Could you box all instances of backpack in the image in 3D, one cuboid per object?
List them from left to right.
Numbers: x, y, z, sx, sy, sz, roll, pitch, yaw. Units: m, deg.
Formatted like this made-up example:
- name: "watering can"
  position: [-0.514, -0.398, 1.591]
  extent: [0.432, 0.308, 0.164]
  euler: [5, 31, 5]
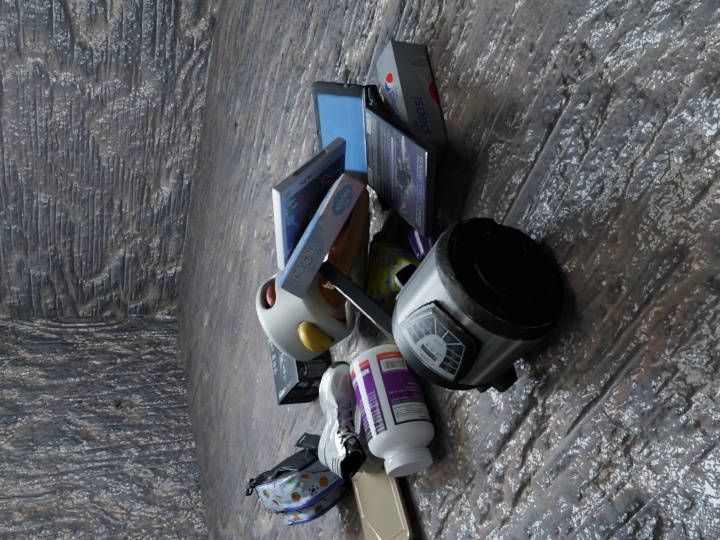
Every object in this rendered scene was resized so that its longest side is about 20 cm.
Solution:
- name: "backpack"
  position: [-0.116, 0.453, 1.296]
  extent: [0.154, 0.200, 0.190]
  euler: [53, 139, 4]

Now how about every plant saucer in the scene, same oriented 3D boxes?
- name: "plant saucer"
  position: [-0.023, -0.063, 1.070]
  extent: [0.200, 0.032, 0.201]
  euler: [-163, 90, -80]

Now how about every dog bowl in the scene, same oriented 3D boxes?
- name: "dog bowl"
  position: [-0.004, 0.292, 1.160]
  extent: [0.200, 0.058, 0.201]
  euler: [-171, 90, -70]

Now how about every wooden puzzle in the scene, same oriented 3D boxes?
- name: "wooden puzzle"
  position: [0.041, 0.438, 1.132]
  extent: [0.185, 0.037, 0.201]
  euler: [121, 147, -46]

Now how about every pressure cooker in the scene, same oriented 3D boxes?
- name: "pressure cooker"
  position: [0.138, 0.056, 0.766]
  extent: [0.200, 0.178, 0.177]
  euler: [123, 153, -48]

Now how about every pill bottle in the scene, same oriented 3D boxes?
- name: "pill bottle"
  position: [0.055, 0.234, 1.006]
  extent: [0.113, 0.112, 0.201]
  euler: [122, 141, -48]

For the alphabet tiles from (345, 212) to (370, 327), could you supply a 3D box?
- name: "alphabet tiles"
  position: [0.000, 0.000, 1.127]
  extent: [0.200, 0.015, 0.197]
  euler: [91, -169, -65]

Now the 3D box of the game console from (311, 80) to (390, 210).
- name: "game console"
  position: [-0.017, -0.225, 1.091]
  extent: [0.173, 0.118, 0.201]
  euler: [-104, 7, -53]

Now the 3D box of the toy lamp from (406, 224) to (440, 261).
- name: "toy lamp"
  position: [0.093, -0.110, 0.996]
  extent: [0.058, 0.058, 0.201]
  euler: [131, 134, -54]

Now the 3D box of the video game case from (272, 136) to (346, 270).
- name: "video game case"
  position: [-0.089, -0.118, 1.097]
  extent: [0.023, 0.182, 0.201]
  euler: [31, 144, 20]

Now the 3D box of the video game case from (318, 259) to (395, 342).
- name: "video game case"
  position: [0.036, 0.080, 0.952]
  extent: [0.026, 0.181, 0.200]
  euler: [-47, 50, -3]

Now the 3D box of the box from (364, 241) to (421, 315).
- name: "box"
  position: [0.063, 0.022, 1.071]
  extent: [0.200, 0.048, 0.118]
  euler: [32, 119, 59]

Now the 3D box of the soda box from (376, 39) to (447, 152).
- name: "soda box"
  position: [0.084, -0.284, 1.003]
  extent: [0.063, 0.068, 0.201]
  euler: [133, 132, -58]

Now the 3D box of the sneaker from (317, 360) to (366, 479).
- name: "sneaker"
  position: [-0.020, 0.267, 1.051]
  extent: [0.115, 0.075, 0.202]
  euler: [15, 103, 61]

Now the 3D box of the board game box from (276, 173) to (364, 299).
- name: "board game box"
  position: [-0.073, -0.054, 1.000]
  extent: [0.201, 0.043, 0.199]
  euler: [-61, 10, -4]

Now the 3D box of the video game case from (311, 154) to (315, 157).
- name: "video game case"
  position: [-0.064, -0.182, 1.356]
  extent: [0.200, 0.036, 0.183]
  euler: [-178, 88, -65]

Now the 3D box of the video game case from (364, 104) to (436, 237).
- name: "video game case"
  position: [0.058, -0.159, 0.941]
  extent: [0.200, 0.019, 0.144]
  euler: [49, 150, 48]

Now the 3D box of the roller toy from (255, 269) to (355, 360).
- name: "roller toy"
  position: [-0.102, 0.071, 1.182]
  extent: [0.139, 0.200, 0.183]
  euler: [-33, 85, 22]

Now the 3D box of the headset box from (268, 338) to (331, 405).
- name: "headset box"
  position: [-0.151, 0.205, 1.472]
  extent: [0.174, 0.092, 0.201]
  euler: [129, 136, -52]

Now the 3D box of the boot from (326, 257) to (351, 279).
- name: "boot"
  position: [-0.045, 0.013, 1.288]
  extent: [0.146, 0.070, 0.201]
  euler: [-3, 99, 54]
